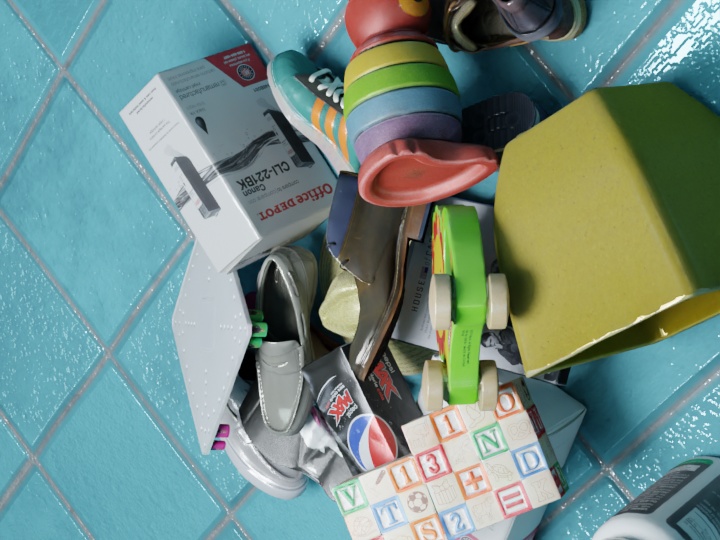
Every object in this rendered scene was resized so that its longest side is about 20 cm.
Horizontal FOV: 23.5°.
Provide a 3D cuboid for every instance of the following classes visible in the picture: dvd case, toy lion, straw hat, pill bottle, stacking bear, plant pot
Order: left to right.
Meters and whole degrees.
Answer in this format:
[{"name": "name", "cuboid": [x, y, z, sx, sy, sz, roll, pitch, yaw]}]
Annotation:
[{"name": "straw hat", "cuboid": [0.008, 0.031, 1.757, 0.201, 0.085, 0.202, 17, 118, 35]}, {"name": "stacking bear", "cuboid": [0.035, -0.169, 1.549, 0.114, 0.121, 0.201, -36, 58, 52]}, {"name": "toy lion", "cuboid": [0.086, 0.015, 1.540, 0.200, 0.068, 0.192, 91, 176, -53]}, {"name": "dvd case", "cuboid": [0.126, 0.014, 1.645, 0.200, 0.025, 0.151, 14, 88, 37]}, {"name": "plant pot", "cuboid": [0.228, -0.047, 1.473, 0.195, 0.194, 0.200, -33, 74, 43]}, {"name": "pill bottle", "cuboid": [0.273, 0.252, 1.540, 0.113, 0.200, 0.113, 17, 118, 35]}]

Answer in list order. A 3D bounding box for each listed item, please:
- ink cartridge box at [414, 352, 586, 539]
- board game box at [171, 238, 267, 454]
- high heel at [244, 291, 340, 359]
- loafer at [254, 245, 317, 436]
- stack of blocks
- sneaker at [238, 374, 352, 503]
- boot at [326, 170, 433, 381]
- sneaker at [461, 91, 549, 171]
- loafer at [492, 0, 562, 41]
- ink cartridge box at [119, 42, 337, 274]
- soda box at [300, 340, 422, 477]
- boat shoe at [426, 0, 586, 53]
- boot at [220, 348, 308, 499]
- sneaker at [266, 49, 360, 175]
[{"name": "ink cartridge box", "cuboid": [0.122, 0.185, 1.723, 0.146, 0.083, 0.200, 36, 127, 25]}, {"name": "board game box", "cuboid": [-0.152, 0.058, 1.840, 0.200, 0.026, 0.200, -109, 30, -42]}, {"name": "high heel", "cuboid": [-0.039, 0.082, 1.828, 0.200, 0.067, 0.096, 42, 145, 1]}, {"name": "loafer", "cuboid": [-0.083, 0.075, 1.783, 0.070, 0.070, 0.201, 4, 99, 28]}, {"name": "stack of blocks", "cuboid": [0.078, 0.189, 1.608, 0.200, 0.059, 0.115, -24, 86, 14]}, {"name": "sneaker", "cuboid": [-0.045, 0.191, 1.866, 0.200, 0.086, 0.080, 43, 96, 16]}, {"name": "boot", "cuboid": [0.000, 0.000, 1.657, 0.097, 0.075, 0.201, 18, 81, 5]}, {"name": "sneaker", "cuboid": [0.095, -0.112, 1.616, 0.200, 0.082, 0.070, -5, 70, 37]}, {"name": "loafer", "cuboid": [0.113, -0.289, 1.510, 0.072, 0.063, 0.200, -36, 59, 17]}, {"name": "ink cartridge box", "cuboid": [-0.128, -0.116, 1.773, 0.084, 0.144, 0.200, -36, 84, 43]}, {"name": "soda box", "cuboid": [0.023, 0.165, 1.696, 0.063, 0.071, 0.200, -30, 84, 40]}, {"name": "boat shoe", "cuboid": [0.104, -0.232, 1.574, 0.200, 0.072, 0.072, 12, 115, 37]}, {"name": "boot", "cuboid": [-0.118, 0.156, 1.924, 0.200, 0.073, 0.096, 48, 138, 16]}, {"name": "sneaker", "cuboid": [-0.008, -0.151, 1.713, 0.200, 0.071, 0.080, 50, 128, 6]}]
